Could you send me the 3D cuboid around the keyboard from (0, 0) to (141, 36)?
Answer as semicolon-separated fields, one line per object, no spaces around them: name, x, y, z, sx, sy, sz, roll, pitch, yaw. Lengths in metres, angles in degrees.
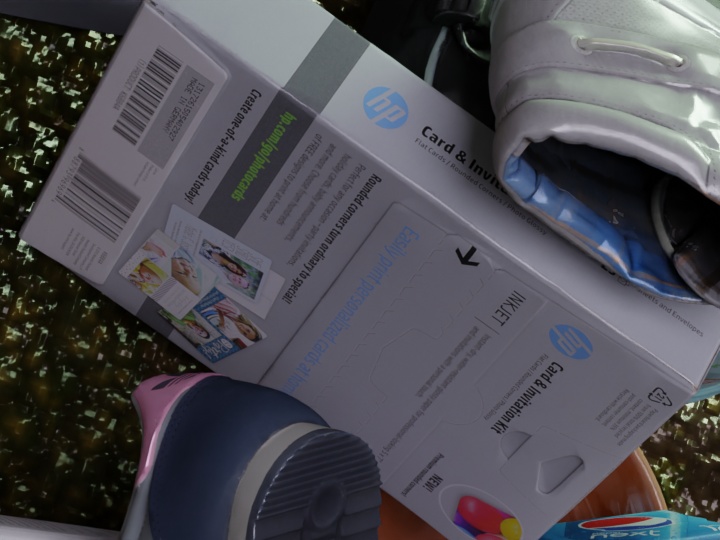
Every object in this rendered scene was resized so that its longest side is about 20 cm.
keyboard;-0.131;-0.153;0.915;0.199;0.021;0.128;9;85;-24

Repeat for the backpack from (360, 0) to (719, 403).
backpack;0.094;-0.051;0.935;0.200;0.151;0.178;30;64;-15

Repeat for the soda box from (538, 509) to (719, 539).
soda box;0.098;0.187;0.949;0.068;0.064;0.201;-4;93;-25

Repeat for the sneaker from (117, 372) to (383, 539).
sneaker;-0.053;0.125;0.835;0.070;0.082;0.201;0;112;-48

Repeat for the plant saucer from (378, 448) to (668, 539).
plant saucer;0.020;0.119;0.969;0.200;0.032;0.201;1;88;-23

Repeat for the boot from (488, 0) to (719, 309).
boot;0.122;-0.016;0.810;0.200;0.074;0.096;24;42;-14

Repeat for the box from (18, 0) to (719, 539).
box;0.000;0.000;0.867;0.200;0.156;0.041;36;56;-1

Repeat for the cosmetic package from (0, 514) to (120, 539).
cosmetic package;-0.159;0.124;0.861;0.199;0.085;0.108;11;85;-23
